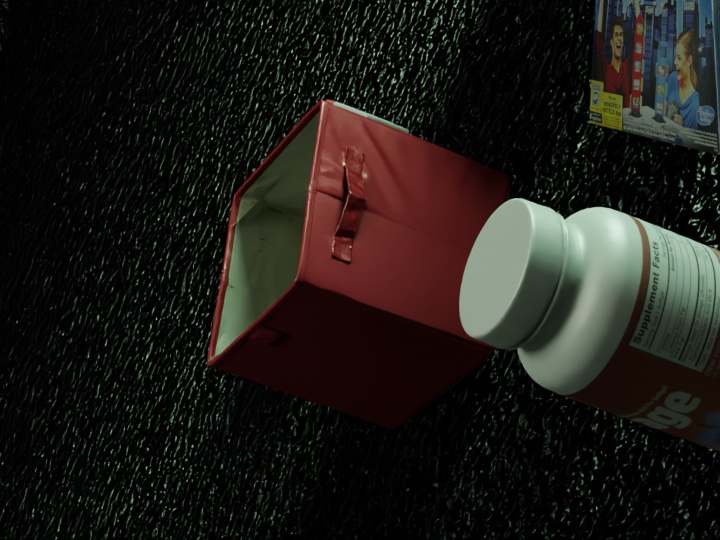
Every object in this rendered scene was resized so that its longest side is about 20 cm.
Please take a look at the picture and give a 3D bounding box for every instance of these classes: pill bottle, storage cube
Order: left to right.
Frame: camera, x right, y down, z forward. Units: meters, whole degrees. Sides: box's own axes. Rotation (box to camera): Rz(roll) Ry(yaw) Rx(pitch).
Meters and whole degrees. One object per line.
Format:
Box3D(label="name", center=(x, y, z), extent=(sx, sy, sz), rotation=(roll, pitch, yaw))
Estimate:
Box3D(label="storage cube", center=(0.000, 0.000, 1.799), extent=(0.200, 0.178, 0.172), rotation=(-41, 35, 52))
Box3D(label="pill bottle", center=(0.163, 0.030, 1.312), extent=(0.112, 0.198, 0.113), rotation=(-53, 26, 40))

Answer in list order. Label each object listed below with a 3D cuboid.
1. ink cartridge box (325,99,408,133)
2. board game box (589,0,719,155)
Box3D(label="ink cartridge box", center=(-0.022, -0.103, 2.136), extent=(0.110, 0.050, 0.200), rotation=(-69, 21, 4))
Box3D(label="board game box", center=(0.222, -0.186, 1.468), extent=(0.200, 0.061, 0.202), rotation=(-152, 63, -68))
